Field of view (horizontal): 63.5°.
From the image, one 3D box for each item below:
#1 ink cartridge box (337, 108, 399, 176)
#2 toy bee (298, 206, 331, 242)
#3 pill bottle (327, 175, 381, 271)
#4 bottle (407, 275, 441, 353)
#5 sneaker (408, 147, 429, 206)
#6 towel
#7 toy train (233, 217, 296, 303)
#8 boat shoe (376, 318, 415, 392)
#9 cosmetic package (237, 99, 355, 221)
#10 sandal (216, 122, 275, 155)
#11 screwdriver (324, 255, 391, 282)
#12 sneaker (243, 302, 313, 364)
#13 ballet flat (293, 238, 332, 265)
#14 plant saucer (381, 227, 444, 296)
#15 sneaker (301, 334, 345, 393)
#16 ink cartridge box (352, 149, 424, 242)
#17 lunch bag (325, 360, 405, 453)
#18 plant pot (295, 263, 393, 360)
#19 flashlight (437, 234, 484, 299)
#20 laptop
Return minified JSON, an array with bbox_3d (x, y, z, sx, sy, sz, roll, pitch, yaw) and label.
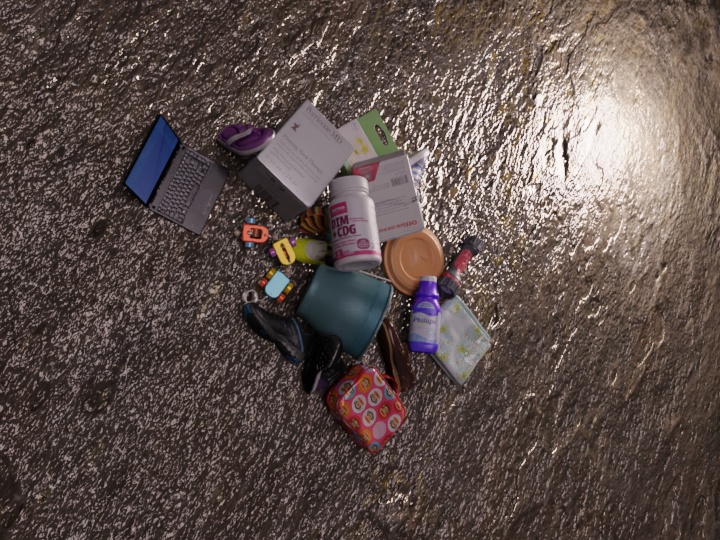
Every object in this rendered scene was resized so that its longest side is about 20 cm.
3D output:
[{"bbox_3d":[0.014,-0.336,1.557,0.199,0.048,0.147,-36,100,-24],"label":"ink cartridge box"},{"bbox_3d":[-0.051,-0.132,1.465,0.198,0.110,0.131,-3,41,-36],"label":"toy bee"},{"bbox_3d":[-0.018,-0.108,1.351,0.112,0.113,0.204,-1,76,-27],"label":"pill bottle"},{"bbox_3d":[0.173,0.117,1.546,0.082,0.065,0.204,5,79,5],"label":"bottle"},{"bbox_3d":[0.140,-0.230,1.599,0.199,0.080,0.148,-39,111,-29],"label":"sneaker"},{"bbox_3d":[0.266,0.192,1.630,0.201,0.048,0.171,49,65,-14],"label":"towel"},{"bbox_3d":[-0.229,-0.021,1.394,0.148,0.056,0.204,0,88,-14],"label":"toy train"},{"bbox_3d":[0.094,0.219,1.525,0.069,0.070,0.203,-17,101,-21],"label":"boat shoe"},{"bbox_3d":[-0.155,-0.258,1.391,0.167,0.166,0.201,42,67,-17],"label":"cosmetic package"},{"bbox_3d":[-0.272,-0.306,1.318,0.083,0.201,0.050,-57,134,-18],"label":"sandal"},{"bbox_3d":[0.000,0.000,1.462,0.197,0.029,0.028,16,62,-24],"label":"screwdriver"},{"bbox_3d":[-0.195,0.134,1.386,0.200,0.073,0.082,47,62,-27],"label":"sneaker"},{"bbox_3d":[-0.083,-0.044,1.460,0.197,0.067,0.068,16,69,-25],"label":"ballet flat"},{"bbox_3d":[0.150,-0.030,1.602,0.197,0.032,0.204,3,84,-28],"label":"plant saucer"},{"bbox_3d":[-0.071,0.214,1.384,0.086,0.201,0.076,-4,53,-32],"label":"sneaker"},{"bbox_3d":[0.073,-0.188,1.487,0.143,0.085,0.203,-14,110,7],"label":"ink cartridge box"},{"bbox_3d":[0.024,0.332,1.455,0.176,0.081,0.201,-44,115,-23],"label":"lunch bag"},{"bbox_3d":[-0.048,0.083,1.405,0.186,0.200,0.202,28,72,-6],"label":"plant pot"},{"bbox_3d":[0.285,-0.014,1.639,0.067,0.068,0.201,33,66,9],"label":"flashlight"},{"bbox_3d":[-0.401,-0.209,1.292,0.198,0.103,0.180,29,73,-22],"label":"laptop"}]
